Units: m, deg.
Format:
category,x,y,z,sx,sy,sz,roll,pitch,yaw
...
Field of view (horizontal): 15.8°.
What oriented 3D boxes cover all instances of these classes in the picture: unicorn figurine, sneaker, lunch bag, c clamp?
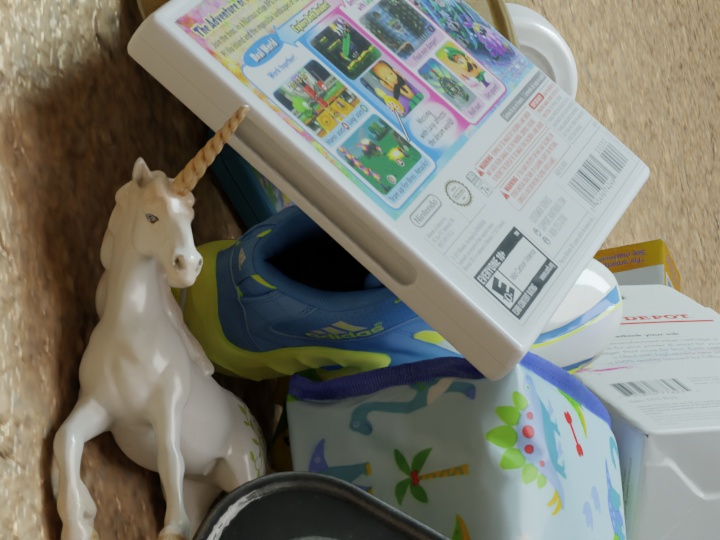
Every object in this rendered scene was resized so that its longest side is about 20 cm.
category,x,y,z,sx,sy,sz,roll,pitch,yaw
unicorn figurine,-0.069,0.053,0.960,0.200,0.074,0.137,82,8,-59
sneaker,0.028,0.010,1.041,0.105,0.200,0.076,140,-56,-64
lunch bag,0.053,0.135,1.041,0.200,0.127,0.170,29,57,-59
c clamp,-0.006,0.158,0.888,0.027,0.200,0.171,122,-9,-57

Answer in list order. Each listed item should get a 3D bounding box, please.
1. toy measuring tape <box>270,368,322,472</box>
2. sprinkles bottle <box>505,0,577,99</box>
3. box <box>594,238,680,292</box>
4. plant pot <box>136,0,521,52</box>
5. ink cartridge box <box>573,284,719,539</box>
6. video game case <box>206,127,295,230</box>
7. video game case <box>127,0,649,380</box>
category,x,y,z,sx,sy,sz,roll,pitch,yaw
toy measuring tape,0.000,0.000,1.134,0.074,0.074,0.200,56,46,-52
sprinkles bottle,0.049,-0.120,1.283,0.200,0.068,0.068,-118,-171,-65
box,0.113,0.080,1.398,0.041,0.119,0.200,60,26,-45
plant pot,-0.005,-0.112,1.107,0.200,0.027,0.200,21,49,-25
ink cartridge box,0.136,0.068,1.211,0.200,0.115,0.068,-138,-130,-63
video game case,-0.021,-0.045,1.221,0.200,0.018,0.143,60,26,-47
video game case,0.019,-0.061,1.013,0.182,0.024,0.200,42,30,0
